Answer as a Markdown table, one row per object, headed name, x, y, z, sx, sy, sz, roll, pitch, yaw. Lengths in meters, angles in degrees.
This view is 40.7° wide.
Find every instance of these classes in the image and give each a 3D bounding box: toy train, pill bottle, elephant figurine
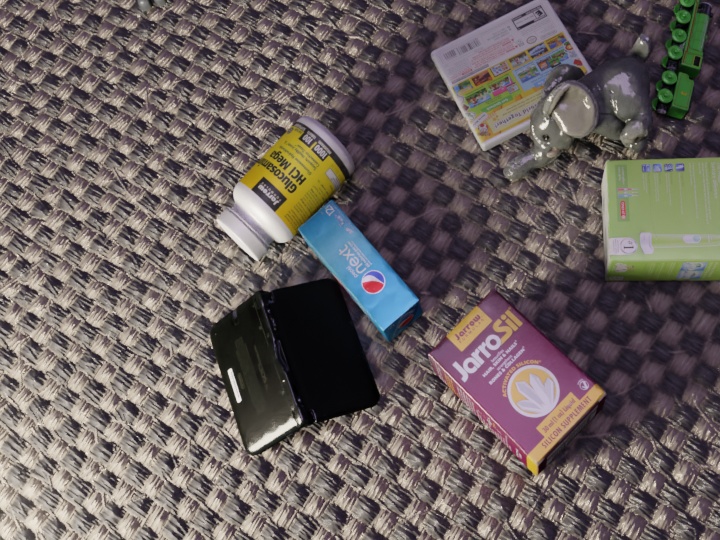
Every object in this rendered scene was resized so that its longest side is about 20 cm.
| name | x | y | z | sx | sy | sz | roll | pitch | yaw |
| --- | --- | --- | --- | --- | --- | --- | --- | --- | --- |
| toy train | 0.472 | -0.314 | 1.413 | 0.056 | 0.042 | 0.203 | 17 | 74 | 5 |
| pill bottle | -0.111 | -0.116 | 1.404 | 0.112 | 0.113 | 0.200 | 39 | 81 | 20 |
| elephant figurine | 0.299 | -0.222 | 1.354 | 0.196 | 0.142 | 0.158 | -2 | 76 | 5 |

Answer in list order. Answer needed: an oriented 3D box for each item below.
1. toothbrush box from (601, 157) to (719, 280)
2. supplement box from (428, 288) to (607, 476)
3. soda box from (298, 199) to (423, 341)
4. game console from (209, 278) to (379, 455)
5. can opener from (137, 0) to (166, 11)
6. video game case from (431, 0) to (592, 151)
| name | x | y | z | sx | sy | sz | roll | pitch | yaw |
| --- | --- | --- | --- | --- | --- | --- | --- | --- | --- |
| toothbrush box | 0.430 | -0.068 | 1.308 | 0.197 | 0.086 | 0.148 | -2 | 70 | 10 |
| supplement box | 0.203 | 0.145 | 1.263 | 0.131 | 0.103 | 0.200 | -44 | 69 | -6 |
| soda box | 0.000 | 0.000 | 1.370 | 0.068 | 0.064 | 0.200 | -39 | 69 | -5 |
| game console | -0.097 | 0.134 | 1.365 | 0.175 | 0.116 | 0.202 | -35 | 64 | 29 |
| can opener | -0.370 | -0.531 | 1.625 | 0.052 | 0.067 | 0.203 | -16 | 74 | 2 |
| video game case | 0.232 | -0.298 | 1.458 | 0.198 | 0.023 | 0.184 | -26 | 68 | -1 |
